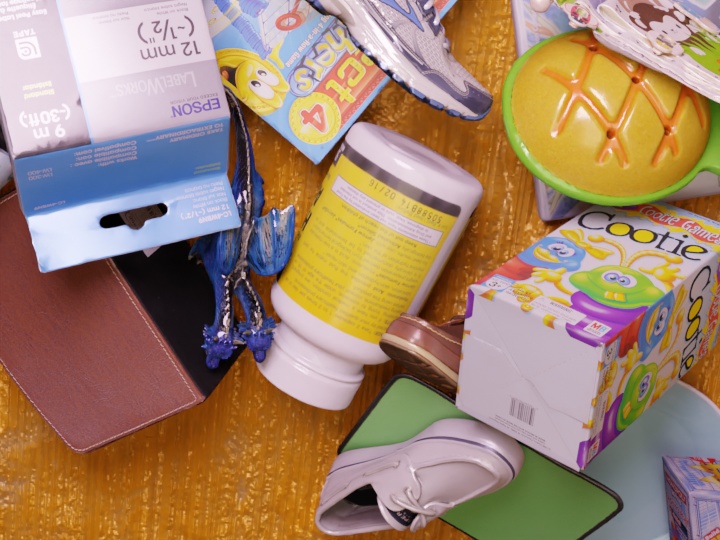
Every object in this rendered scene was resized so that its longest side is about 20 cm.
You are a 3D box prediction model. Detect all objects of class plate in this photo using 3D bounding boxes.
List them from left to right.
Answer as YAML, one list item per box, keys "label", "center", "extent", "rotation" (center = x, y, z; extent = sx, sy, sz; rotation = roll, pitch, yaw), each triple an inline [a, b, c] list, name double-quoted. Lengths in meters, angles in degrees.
- label: "plate"
  center: [0.214, 0.172, 0.986]
  extent: [0.199, 0.026, 0.201]
  rotation: [0, 106, 1]

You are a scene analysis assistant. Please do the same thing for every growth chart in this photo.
- label: "growth chart"
  center: [0.216, -0.160, 0.817]
  extent: [0.199, 0.145, 0.018]
  rotation: [27, 126, 2]

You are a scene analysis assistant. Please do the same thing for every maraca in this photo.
- label: "maraca"
  center: [0.196, -0.111, 0.844]
  extent: [0.199, 0.107, 0.138]
  rotation: [-5, 74, -12]

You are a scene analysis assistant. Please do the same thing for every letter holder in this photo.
- label: "letter holder"
  center: [-0.206, 0.020, 0.910]
  extent: [0.142, 0.101, 0.200]
  rotation: [-26, 104, 24]

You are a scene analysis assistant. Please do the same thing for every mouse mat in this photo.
- label: "mouse mat"
  center: [0.088, 0.162, 0.936]
  extent: [0.200, 0.008, 0.161]
  rotation: [31, 142, -1]

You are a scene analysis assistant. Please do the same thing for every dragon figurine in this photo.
- label: "dragon figurine"
  center: [-0.084, -0.029, 0.864]
  extent: [0.059, 0.099, 0.201]
  rotation: [1, 113, -26]

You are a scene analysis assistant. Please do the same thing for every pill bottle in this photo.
- label: "pill bottle"
  center: [0.000, 0.000, 0.896]
  extent: [0.111, 0.111, 0.201]
  rotation: [26, 103, -6]

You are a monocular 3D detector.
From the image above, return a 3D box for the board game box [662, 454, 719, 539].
- label: "board game box"
  center: [0.328, 0.219, 0.956]
  extent: [0.199, 0.062, 0.200]
  rotation: [-25, 112, 1]

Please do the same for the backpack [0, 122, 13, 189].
- label: "backpack"
  center: [-0.321, -0.109, 0.791]
  extent: [0.200, 0.163, 0.154]
  rotation: [25, 96, -37]

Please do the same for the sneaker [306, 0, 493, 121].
- label: "sneaker"
  center: [0.024, -0.183, 0.808]
  extent: [0.200, 0.077, 0.085]
  rotation: [42, 98, -10]

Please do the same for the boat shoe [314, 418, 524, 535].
- label: "boat shoe"
  center: [0.038, 0.166, 0.912]
  extent: [0.200, 0.066, 0.072]
  rotation: [-17, 123, 42]

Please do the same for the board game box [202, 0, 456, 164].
- label: "board game box"
  center: [-0.042, -0.216, 0.866]
  extent: [0.196, 0.056, 0.200]
  rotation: [39, 102, -9]

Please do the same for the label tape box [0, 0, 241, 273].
- label: "label tape box"
  center: [-0.164, -0.114, 0.783]
  extent: [0.143, 0.066, 0.201]
  rotation: [-14, 85, -17]

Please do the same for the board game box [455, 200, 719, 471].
- label: "board game box"
  center: [0.170, 0.033, 0.838]
  extent: [0.105, 0.200, 0.103]
  rotation: [25, 127, 32]

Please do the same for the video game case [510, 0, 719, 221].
- label: "video game case"
  center: [0.212, -0.148, 0.899]
  extent: [0.182, 0.022, 0.201]
  rotation: [-9, 105, 3]

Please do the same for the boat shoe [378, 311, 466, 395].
- label: "boat shoe"
  center: [0.082, 0.060, 0.893]
  extent: [0.072, 0.200, 0.068]
  rotation: [23, 87, 37]
